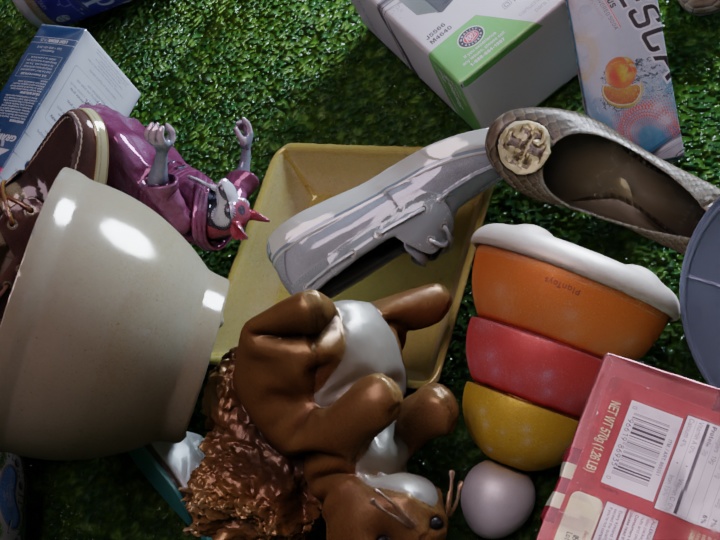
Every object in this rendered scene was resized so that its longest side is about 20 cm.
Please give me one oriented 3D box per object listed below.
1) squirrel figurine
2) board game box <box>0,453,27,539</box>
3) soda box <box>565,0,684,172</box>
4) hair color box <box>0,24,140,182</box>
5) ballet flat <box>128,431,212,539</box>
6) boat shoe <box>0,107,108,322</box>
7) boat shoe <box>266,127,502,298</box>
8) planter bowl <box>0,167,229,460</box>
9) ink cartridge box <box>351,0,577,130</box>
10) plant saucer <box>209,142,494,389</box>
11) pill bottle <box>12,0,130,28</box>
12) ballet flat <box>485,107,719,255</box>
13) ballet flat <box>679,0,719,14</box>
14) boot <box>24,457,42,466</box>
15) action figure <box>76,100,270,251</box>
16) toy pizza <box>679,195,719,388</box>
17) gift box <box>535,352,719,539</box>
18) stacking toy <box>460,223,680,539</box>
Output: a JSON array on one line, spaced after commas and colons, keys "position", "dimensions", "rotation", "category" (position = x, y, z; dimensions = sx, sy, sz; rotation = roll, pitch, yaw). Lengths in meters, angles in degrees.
[{"position": [-0.022, 0.125, 0.884], "dimensions": [0.200, 0.141, 0.187], "rotation": [-26, 74, 33], "category": "squirrel figurine"}, {"position": [-0.303, 0.228, 1.007], "dimensions": [0.200, 0.062, 0.200], "rotation": [-10, 65, 17], "category": "board game box"}, {"position": [0.183, -0.171, 0.965], "dimensions": [0.063, 0.068, 0.200], "rotation": [-11, 89, 9], "category": "soda box"}, {"position": [-0.285, -0.109, 1.199], "dimensions": [0.060, 0.100, 0.200], "rotation": [11, 65, 32], "category": "hair color box"}, {"position": [-0.101, 0.165, 0.966], "dimensions": [0.069, 0.069, 0.200], "rotation": [-42, 56, -4], "category": "ballet flat"}, {"position": [-0.257, -0.036, 1.024], "dimensions": [0.072, 0.072, 0.200], "rotation": [47, 115, 39], "category": "boat shoe"}, {"position": [0.033, -0.033, 0.964], "dimensions": [0.201, 0.070, 0.072], "rotation": [-27, 73, 6], "category": "boat shoe"}, {"position": [-0.169, 0.044, 0.929], "dimensions": [0.135, 0.200, 0.201], "rotation": [17, 63, -8], "category": "planter bowl"}, {"position": [0.093, -0.222, 1.094], "dimensions": [0.145, 0.084, 0.200], "rotation": [-39, 51, -2], "category": "ink cartridge box"}, {"position": [0.000, 0.000, 1.023], "dimensions": [0.200, 0.048, 0.200], "rotation": [4, 63, 28], "category": "plant saucer"}, {"position": [-0.239, -0.319, 1.296], "dimensions": [0.200, 0.120, 0.120], "rotation": [-18, 54, 16], "category": "pill bottle"}, {"position": [0.178, -0.055, 0.912], "dimensions": [0.200, 0.046, 0.067], "rotation": [26, 101, 2], "category": "ballet flat"}, {"position": [0.284, -0.289, 1.058], "dimensions": [0.067, 0.046, 0.200], "rotation": [5, 63, 29], "category": "ballet flat"}, {"position": [-0.235, 0.069, 1.085], "dimensions": [0.198, 0.073, 0.163], "rotation": [-13, 51, 18], "category": "boot"}, {"position": [-0.154, -0.058, 1.054], "dimensions": [0.200, 0.134, 0.149], "rotation": [32, 109, 37], "category": "action figure"}, {"position": [0.288, 0.026, 0.805], "dimensions": [0.200, 0.201, 0.032], "rotation": [16, 28, 33], "category": "toy pizza"}, {"position": [0.174, 0.156, 0.748], "dimensions": [0.200, 0.187, 0.185], "rotation": [23, 73, 19], "category": "gift box"}, {"position": [0.111, 0.079, 0.888], "dimensions": [0.146, 0.146, 0.200], "rotation": [21, 87, 34], "category": "stacking toy"}]
